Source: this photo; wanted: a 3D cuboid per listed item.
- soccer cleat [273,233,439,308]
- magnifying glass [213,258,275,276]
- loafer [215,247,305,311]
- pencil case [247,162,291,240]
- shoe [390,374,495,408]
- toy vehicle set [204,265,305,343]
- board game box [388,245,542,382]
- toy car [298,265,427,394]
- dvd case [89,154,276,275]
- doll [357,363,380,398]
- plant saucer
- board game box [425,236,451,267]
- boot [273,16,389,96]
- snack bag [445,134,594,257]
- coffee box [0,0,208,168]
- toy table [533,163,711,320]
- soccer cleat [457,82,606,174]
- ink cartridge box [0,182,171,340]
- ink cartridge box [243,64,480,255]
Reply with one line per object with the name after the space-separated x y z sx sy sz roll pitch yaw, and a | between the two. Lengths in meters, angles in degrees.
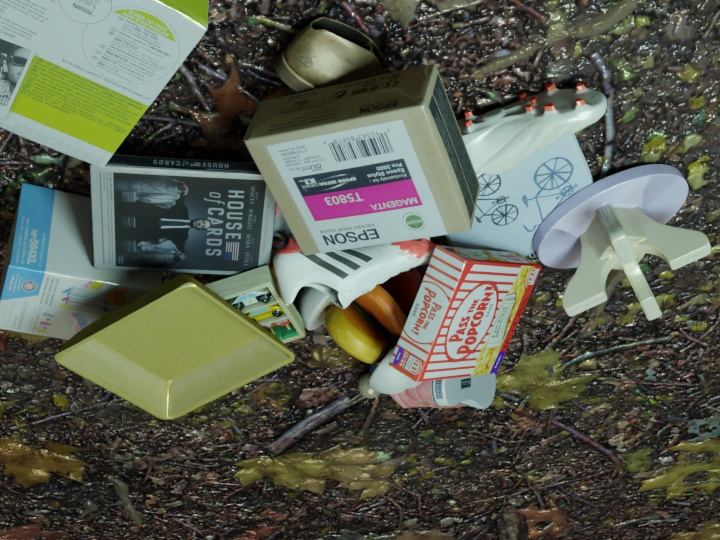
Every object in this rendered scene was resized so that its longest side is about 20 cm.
0.000 0.000 1.214 0.198 0.086 0.069 -1 173 -11 | soccer cleat
-0.075 -0.004 1.274 0.198 0.080 0.023 -1 122 -1 | magnifying glass
-0.135 0.005 1.352 0.068 0.076 0.200 -21 127 32 | loafer
-0.151 -0.080 1.230 0.198 0.083 0.091 1 113 -7 | pencil case
0.117 0.158 1.496 0.090 0.072 0.200 -1 176 29 | shoe
-0.178 0.066 1.266 0.198 0.027 0.125 -18 143 9 | toy vehicle set
0.128 0.051 1.273 0.199 0.046 0.153 2 113 -55 | board game box
0.031 0.052 1.349 0.150 0.175 0.200 -51 167 8 | toy car
-0.193 -0.058 1.173 0.198 0.025 0.151 3 132 -9 | dvd case
0.078 0.141 1.560 0.199 0.049 0.136 -29 138 27 | doll
-0.209 0.081 1.215 0.199 0.049 0.200 -27 140 19 | plant saucer
0.121 -0.042 1.358 0.104 0.024 0.201 -14 140 7 | board game box
0.012 -0.195 1.124 0.199 0.074 0.076 24 123 -29 | boot
0.190 -0.078 1.303 0.199 0.022 0.189 -27 139 10 | snack bag
-0.258 -0.250 0.913 0.199 0.201 0.198 23 134 -30 | coffee box
0.319 -0.031 1.295 0.199 0.118 0.184 -35 137 20 | toy table
0.179 -0.152 1.189 0.198 0.070 0.078 -13 122 21 | soccer cleat
-0.321 0.001 1.278 0.198 0.126 0.129 12 139 -20 | ink cartridge box
0.005 -0.108 1.095 0.198 0.075 0.165 -9 130 23 | ink cartridge box
